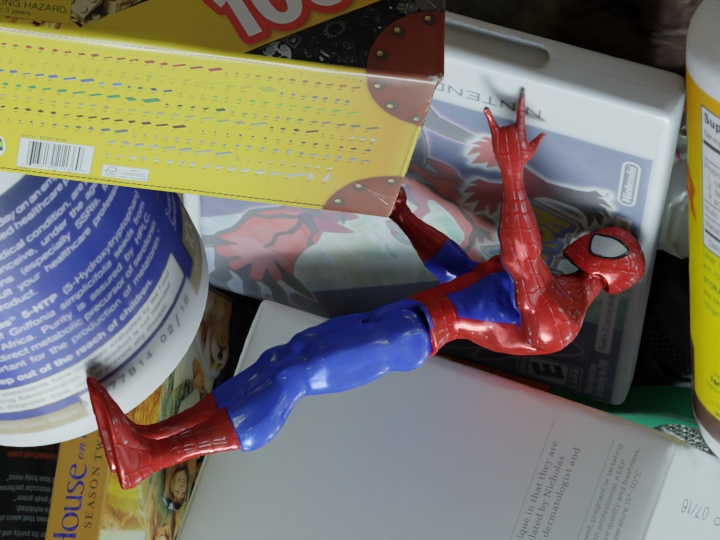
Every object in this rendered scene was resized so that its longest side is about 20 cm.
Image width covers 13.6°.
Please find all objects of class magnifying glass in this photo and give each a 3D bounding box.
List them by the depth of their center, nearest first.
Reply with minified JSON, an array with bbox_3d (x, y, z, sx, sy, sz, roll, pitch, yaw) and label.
[{"bbox_3d":[0.093,0.063,1.205,0.199,0.022,0.080,22,145,30],"label":"magnifying glass"}]

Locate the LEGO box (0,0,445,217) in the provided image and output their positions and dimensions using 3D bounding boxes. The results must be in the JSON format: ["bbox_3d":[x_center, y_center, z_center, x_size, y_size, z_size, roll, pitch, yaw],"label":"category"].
[{"bbox_3d":[-0.077,-0.108,0.903,0.199,0.150,0.077,6,148,-9],"label":"LEGO box"}]

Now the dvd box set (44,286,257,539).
[{"bbox_3d":[-0.071,0.109,1.185,0.029,0.201,0.146,-2,161,32],"label":"dvd box set"}]

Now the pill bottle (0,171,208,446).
[{"bbox_3d":[-0.139,-0.040,1.038,0.119,0.120,0.200,-8,142,16],"label":"pill bottle"}]

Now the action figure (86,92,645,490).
[{"bbox_3d":[0.000,0.000,1.037,0.199,0.100,0.065,-15,-170,-10],"label":"action figure"}]

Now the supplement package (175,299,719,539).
[{"bbox_3d":[0.048,0.100,1.122,0.199,0.118,0.117,17,177,38],"label":"supplement package"}]

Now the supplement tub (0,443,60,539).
[{"bbox_3d":[-0.136,0.137,1.224,0.106,0.201,0.107,1,148,1],"label":"supplement tub"}]

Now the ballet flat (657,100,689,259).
[{"bbox_3d":[0.158,-0.027,1.106,0.199,0.064,0.076,4,138,-4],"label":"ballet flat"}]

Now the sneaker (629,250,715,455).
[{"bbox_3d":[0.187,0.047,1.219,0.198,0.077,0.114,16,148,-17],"label":"sneaker"}]

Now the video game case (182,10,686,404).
[{"bbox_3d":[0.020,-0.030,1.098,0.181,0.023,0.200,16,150,9],"label":"video game case"}]

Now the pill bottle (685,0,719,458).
[{"bbox_3d":[0.163,-0.031,1.005,0.108,0.109,0.201,-1,120,5],"label":"pill bottle"}]
